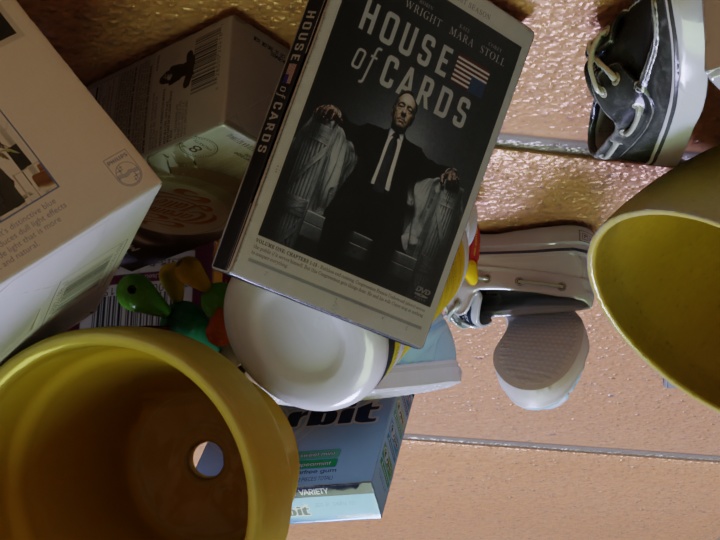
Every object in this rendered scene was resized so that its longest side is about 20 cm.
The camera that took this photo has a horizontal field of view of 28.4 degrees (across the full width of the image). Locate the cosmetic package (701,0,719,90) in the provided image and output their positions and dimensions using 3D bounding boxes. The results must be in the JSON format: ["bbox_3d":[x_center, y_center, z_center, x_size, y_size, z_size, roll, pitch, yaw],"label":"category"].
[{"bbox_3d":[0.259,-0.118,0.765,0.081,0.113,0.200,-16,148,33],"label":"cosmetic package"}]

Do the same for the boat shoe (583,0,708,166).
[{"bbox_3d":[0.164,-0.113,0.829,0.063,0.071,0.200,-2,157,5],"label":"boat shoe"}]

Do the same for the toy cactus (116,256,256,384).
[{"bbox_3d":[-0.078,0.051,1.031,0.199,0.102,0.165,-2,136,-22],"label":"toy cactus"}]

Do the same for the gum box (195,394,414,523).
[{"bbox_3d":[-0.048,0.149,1.279,0.169,0.200,0.045,-7,119,16],"label":"gum box"}]

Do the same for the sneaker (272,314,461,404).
[{"bbox_3d":[-0.010,0.065,1.178,0.199,0.082,0.074,-1,165,-35],"label":"sneaker"}]

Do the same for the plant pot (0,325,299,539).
[{"bbox_3d":[-0.127,0.132,0.898,0.200,0.202,0.189,-5,179,15],"label":"plant pot"}]

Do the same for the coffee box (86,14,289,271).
[{"bbox_3d":[-0.117,-0.075,0.914,0.200,0.080,0.114,-18,149,37],"label":"coffee box"}]

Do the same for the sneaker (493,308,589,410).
[{"bbox_3d":[0.149,0.077,1.108,0.074,0.082,0.200,-14,-164,14],"label":"sneaker"}]

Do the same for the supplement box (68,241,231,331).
[{"bbox_3d":[-0.155,0.064,1.196,0.130,0.104,0.200,-5,154,9],"label":"supplement box"}]

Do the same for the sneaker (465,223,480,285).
[{"bbox_3d":[0.000,0.000,1.081,0.199,0.077,0.073,-16,152,37],"label":"sneaker"}]

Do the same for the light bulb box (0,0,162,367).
[{"bbox_3d":[-0.238,-0.055,0.794,0.125,0.200,0.198,-36,175,-31],"label":"light bulb box"}]

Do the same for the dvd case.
[{"bbox_3d":[0.012,-0.071,0.788,0.150,0.201,0.025,23,176,-40],"label":"dvd case"}]

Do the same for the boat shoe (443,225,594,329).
[{"bbox_3d":[0.087,0.011,1.111,0.199,0.067,0.074,-11,153,25],"label":"boat shoe"}]

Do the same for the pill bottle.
[{"bbox_3d":[0.004,-0.001,0.927,0.112,0.200,0.112,12,120,23],"label":"pill bottle"}]

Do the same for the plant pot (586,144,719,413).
[{"bbox_3d":[0.269,-0.012,0.924,0.200,0.142,0.200,32,154,18],"label":"plant pot"}]

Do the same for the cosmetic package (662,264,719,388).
[{"bbox_3d":[0.282,0.021,1.104,0.106,0.091,0.200,-4,158,11],"label":"cosmetic package"}]
